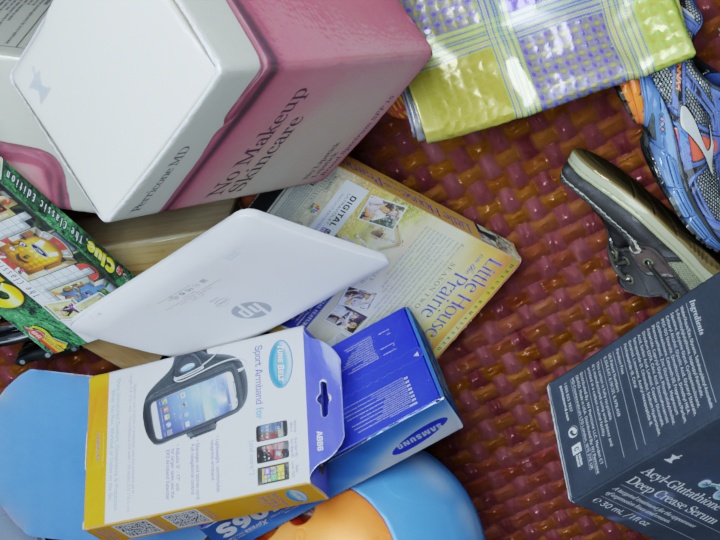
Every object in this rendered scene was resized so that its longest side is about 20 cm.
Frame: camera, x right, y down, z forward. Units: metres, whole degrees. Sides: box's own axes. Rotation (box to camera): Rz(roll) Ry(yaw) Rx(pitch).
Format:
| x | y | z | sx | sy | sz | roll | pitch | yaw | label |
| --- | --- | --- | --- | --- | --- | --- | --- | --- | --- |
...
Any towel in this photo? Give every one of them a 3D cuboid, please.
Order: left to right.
| x | y | z | sx | sy | sz | roll | pitch | yaw | label |
| --- | --- | --- | --- | --- | --- | --- | --- | --- | --- |
| 0.107 | -0.175 | 0.858 | 0.198 | 0.023 | 0.145 | -15 | 86 | 3 | towel |

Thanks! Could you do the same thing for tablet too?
| x | y | z | sx | sy | sz | roll | pitch | yaw | label |
| --- | --- | --- | --- | --- | --- | --- | --- | --- | --- |
| -0.090 | 0.017 | 0.883 | 0.129 | 0.014 | 0.199 | 18 | 146 | -41 | tablet |

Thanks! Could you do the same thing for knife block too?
| x | y | z | sx | sy | sz | roll | pitch | yaw | label |
| --- | --- | --- | --- | --- | --- | --- | --- | --- | --- |
| -0.206 | -0.007 | 0.987 | 0.175 | 0.064 | 0.201 | 31 | 115 | -13 | knife block |

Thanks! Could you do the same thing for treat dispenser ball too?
| x | y | z | sx | sy | sz | roll | pitch | yaw | label |
| --- | --- | --- | --- | --- | --- | --- | --- | --- | --- |
| 0.000 | 0.228 | 1.017 | 0.198 | 0.201 | 0.203 | 2 | 118 | 3 | treat dispenser ball |

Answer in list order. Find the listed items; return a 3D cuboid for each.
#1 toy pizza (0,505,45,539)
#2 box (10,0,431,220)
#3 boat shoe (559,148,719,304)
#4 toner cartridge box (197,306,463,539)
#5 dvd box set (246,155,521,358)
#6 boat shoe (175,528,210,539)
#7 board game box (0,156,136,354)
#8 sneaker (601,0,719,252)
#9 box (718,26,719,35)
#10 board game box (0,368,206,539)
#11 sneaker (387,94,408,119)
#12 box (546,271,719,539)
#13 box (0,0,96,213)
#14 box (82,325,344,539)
| x | y | z | sx | sy | sz | roll | pitch | yaw | label |
| --- | --- | --- | --- | --- | --- | --- | --- | --- | --- |
| -0.369 | 0.226 | 1.137 | 0.197 | 0.032 | 0.202 | 1 | 117 | 2 | toy pizza |
| -0.075 | -0.119 | 0.760 | 0.128 | 0.199 | 0.109 | -45 | 73 | 34 | box |
| 0.213 | -0.009 | 0.954 | 0.199 | 0.073 | 0.065 | 38 | 108 | -15 | boat shoe |
| -0.032 | 0.116 | 0.956 | 0.198 | 0.096 | 0.043 | -29 | 136 | 7 | toner cartridge box |
| 0.000 | 0.000 | 0.958 | 0.199 | 0.030 | 0.147 | 24 | 118 | -30 | dvd box set |
| -0.142 | 0.278 | 1.127 | 0.063 | 0.071 | 0.202 | -9 | 118 | 7 | boat shoe |
| -0.237 | -0.014 | 0.889 | 0.104 | 0.024 | 0.200 | -16 | 137 | 29 | board game box |
| 0.232 | -0.099 | 0.908 | 0.078 | 0.076 | 0.201 | -25 | 115 | 12 | sneaker |
| 0.349 | -0.107 | 0.888 | 0.158 | 0.046 | 0.201 | -27 | 114 | 0 | box |
| -0.199 | 0.144 | 1.047 | 0.197 | 0.039 | 0.160 | 6 | 116 | 2 | board game box |
| -0.028 | -0.181 | 0.894 | 0.077 | 0.073 | 0.200 | -32 | 105 | 35 | sneaker |
| 0.262 | 0.102 | 0.948 | 0.148 | 0.108 | 0.200 | 27 | 129 | -33 | box |
| -0.239 | -0.121 | 0.896 | 0.197 | 0.128 | 0.110 | 8 | 119 | 0 | box |
| -0.100 | 0.115 | 0.928 | 0.198 | 0.120 | 0.042 | -13 | 149 | 15 | box |
